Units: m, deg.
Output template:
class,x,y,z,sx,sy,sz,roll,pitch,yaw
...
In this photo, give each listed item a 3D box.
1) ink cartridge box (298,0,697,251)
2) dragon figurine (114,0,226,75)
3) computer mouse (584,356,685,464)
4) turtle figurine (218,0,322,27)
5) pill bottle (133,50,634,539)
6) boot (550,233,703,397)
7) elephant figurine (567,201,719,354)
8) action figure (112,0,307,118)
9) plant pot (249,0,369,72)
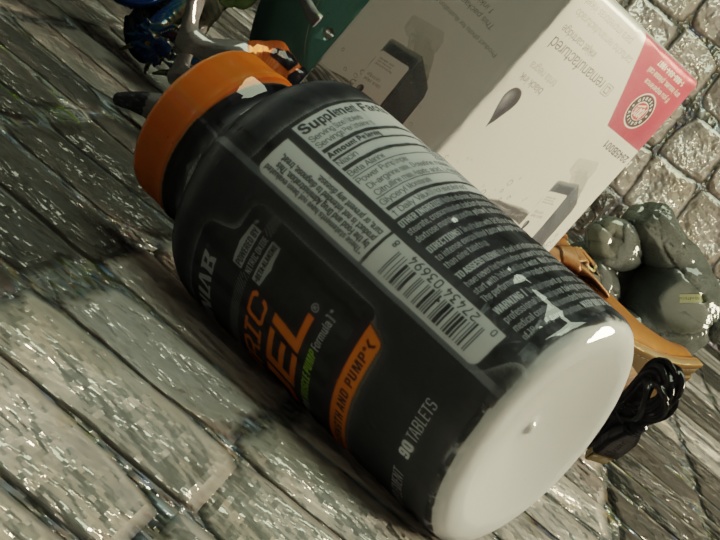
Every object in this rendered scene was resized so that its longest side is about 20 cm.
class,x,y,z,sx,sy,sz,roll,pitch,yaw
ink cartridge box,0.040,-0.056,0.917,0.085,0.200,0.145,49,12,30
dragon figurine,-0.128,-0.170,1.249,0.200,0.099,0.059,35,-21,49
computer mouse,0.095,0.017,1.126,0.200,0.044,0.110,48,-24,9
turtle figurine,-0.084,-0.207,1.096,0.143,0.202,0.194,16,-20,-9
pill bottle,0.000,0.000,0.765,0.200,0.107,0.106,42,9,26
boot,0.141,0.024,1.330,0.199,0.077,0.156,-2,55,-58
elephant figurine,0.209,0.015,1.638,0.200,0.140,0.156,144,-77,-82
action figure,-0.035,-0.052,1.091,0.193,0.105,0.200,45,-22,0
plant pot,0.026,-0.127,1.221,0.200,0.201,0.161,38,3,-3
